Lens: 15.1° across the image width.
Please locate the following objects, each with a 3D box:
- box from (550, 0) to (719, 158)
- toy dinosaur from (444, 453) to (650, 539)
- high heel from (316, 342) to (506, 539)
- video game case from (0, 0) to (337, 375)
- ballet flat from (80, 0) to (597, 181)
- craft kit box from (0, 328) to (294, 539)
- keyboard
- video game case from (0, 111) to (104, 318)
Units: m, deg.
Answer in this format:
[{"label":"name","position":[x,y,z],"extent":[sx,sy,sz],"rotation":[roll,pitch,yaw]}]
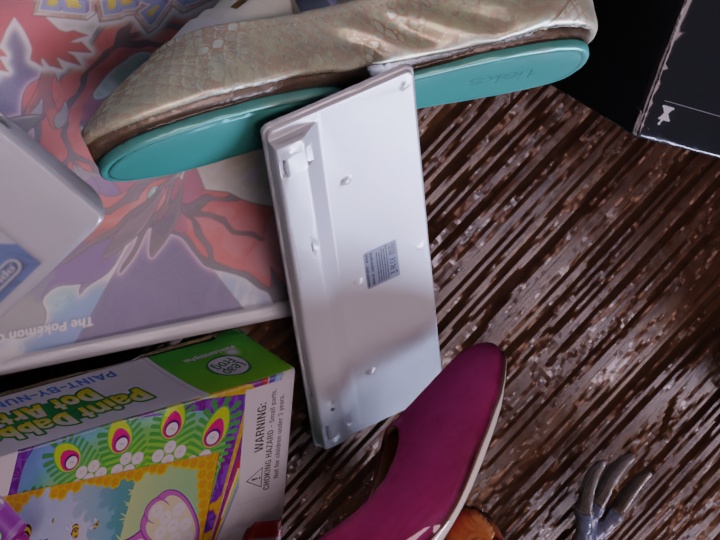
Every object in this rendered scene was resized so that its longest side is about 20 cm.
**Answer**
[{"label":"box","position":[0.186,-0.106,1.046],"extent":[0.199,0.079,0.142],"rotation":[13,102,-33]},{"label":"toy dinosaur","position":[0.064,0.173,1.086],"extent":[0.181,0.105,0.200],"rotation":[39,98,-20]},{"label":"high heel","position":[-0.021,0.091,0.979],"extent":[0.096,0.067,0.200],"rotation":[29,61,2]},{"label":"video game case","position":[-0.088,-0.057,0.949],"extent":[0.199,0.023,0.183],"rotation":[-12,116,-25]},{"label":"ballet flat","position":[-0.012,-0.080,0.939],"extent":[0.199,0.067,0.063],"rotation":[-14,77,-26]},{"label":"craft kit box","position":[-0.118,0.136,0.973],"extent":[0.197,0.048,0.201],"rotation":[-14,121,-34]},{"label":"keyboard","position":[0.000,0.000,0.978],"extent":[0.056,0.011,0.200],"rotation":[-29,147,-15]},{"label":"video game case","position":[-0.213,-0.005,0.877],"extent":[0.200,0.022,0.182],"rotation":[-43,125,9]}]
